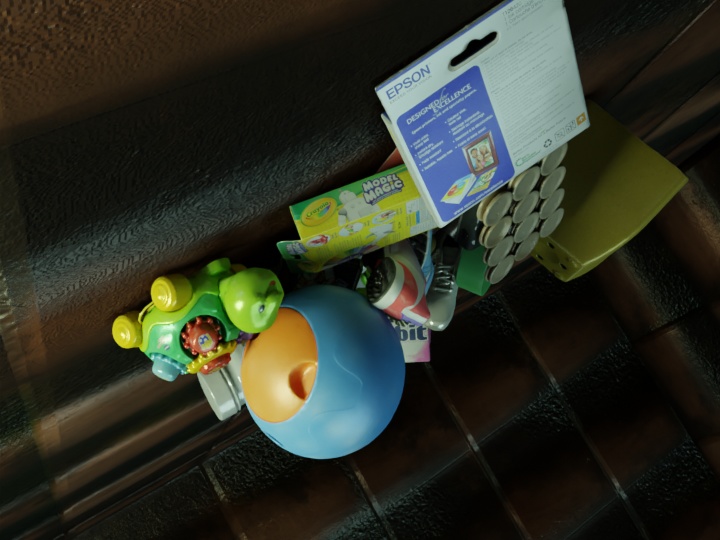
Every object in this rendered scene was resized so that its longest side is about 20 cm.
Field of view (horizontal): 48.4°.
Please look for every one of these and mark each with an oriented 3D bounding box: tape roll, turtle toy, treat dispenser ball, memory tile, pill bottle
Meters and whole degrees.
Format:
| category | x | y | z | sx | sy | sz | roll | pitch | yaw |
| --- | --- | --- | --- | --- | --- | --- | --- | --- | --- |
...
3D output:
| category | x | y | z | sx | sy | sz | roll | pitch | yaw |
| --- | --- | --- | --- | --- | --- | --- | --- | --- | --- |
| tape roll | 0.217 | -0.060 | 1.329 | 0.202 | 0.047 | 0.202 | -58 | 161 | -33 |
| turtle toy | -0.167 | 0.053 | 0.884 | 0.199 | 0.102 | 0.145 | -38 | 168 | 29 |
| treat dispenser ball | -0.045 | 0.119 | 0.956 | 0.199 | 0.203 | 0.201 | -30 | 169 | -6 |
| memory tile | 0.210 | -0.073 | 1.039 | 0.153 | 0.017 | 0.201 | -42 | 152 | -12 |
| pill bottle | -0.165 | 0.161 | 1.336 | 0.198 | 0.116 | 0.115 | -28 | 169 | -20 |

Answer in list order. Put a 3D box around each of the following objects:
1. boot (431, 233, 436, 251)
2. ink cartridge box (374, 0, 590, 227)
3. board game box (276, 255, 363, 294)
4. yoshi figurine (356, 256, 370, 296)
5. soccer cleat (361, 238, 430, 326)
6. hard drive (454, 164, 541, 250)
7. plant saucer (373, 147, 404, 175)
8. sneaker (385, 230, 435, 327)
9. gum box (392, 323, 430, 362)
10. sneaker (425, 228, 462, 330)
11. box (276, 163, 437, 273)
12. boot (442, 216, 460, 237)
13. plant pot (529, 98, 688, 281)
| category | x | y | z | sx | sy | sz | roll | pitch | yaw |
| --- | --- | --- | --- | --- | --- | --- | --- | --- | --- |
| boot | 0.018 | 0.009 | 1.333 | 0.198 | 0.066 | 0.176 | -25 | 155 | -36 |
| ink cartridge box | 0.121 | -0.166 | 0.781 | 0.196 | 0.047 | 0.201 | -33 | 135 | 0 |
| board game box | -0.070 | 0.054 | 1.049 | 0.103 | 0.024 | 0.202 | 10 | 132 | -11 |
| yoshi figurine | -0.012 | 0.010 | 1.114 | 0.110 | 0.114 | 0.199 | -12 | 160 | 25 |
| soccer cleat | 0.047 | -0.001 | 1.000 | 0.068 | 0.073 | 0.201 | -47 | -161 | 21 |
| hard drive | 0.190 | -0.131 | 0.990 | 0.138 | 0.033 | 0.202 | -29 | 146 | -31 |
| plant saucer | 0.096 | -0.131 | 0.994 | 0.198 | 0.037 | 0.200 | -24 | 167 | -37 |
| sneaker | 0.078 | -0.014 | 1.255 | 0.090 | 0.077 | 0.203 | -41 | 149 | -46 |
| gum box | 0.035 | 0.105 | 1.425 | 0.195 | 0.116 | 0.066 | -3 | 180 | 5 |
| sneaker | 0.139 | 0.002 | 1.366 | 0.069 | 0.204 | 0.081 | 12 | 156 | -3 |
| box | 0.000 | -0.058 | 0.915 | 0.197 | 0.049 | 0.118 | -22 | 161 | -3 |
| boot | 0.165 | -0.121 | 1.152 | 0.147 | 0.070 | 0.200 | -51 | -170 | 9 |
| plant pot | 0.347 | -0.100 | 1.255 | 0.201 | 0.195 | 0.194 | -50 | 172 | -10 |
